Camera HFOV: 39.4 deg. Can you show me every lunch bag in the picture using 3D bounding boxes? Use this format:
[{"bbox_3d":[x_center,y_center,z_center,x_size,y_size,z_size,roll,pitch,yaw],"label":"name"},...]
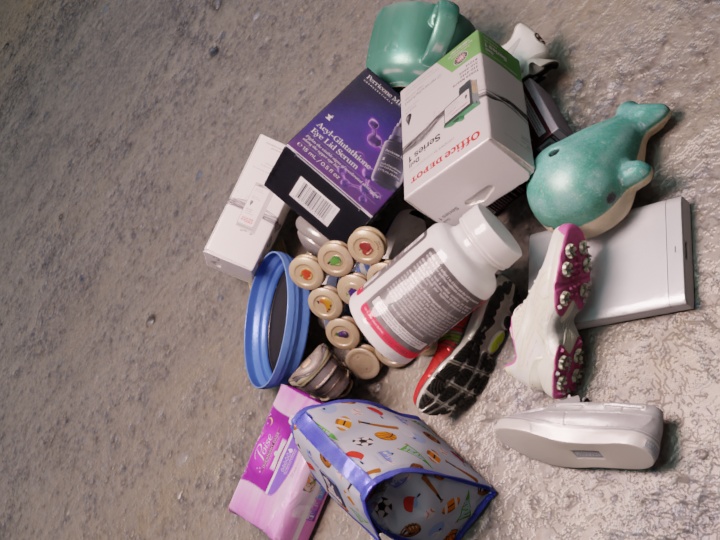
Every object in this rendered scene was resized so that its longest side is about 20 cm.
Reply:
[{"bbox_3d":[0.026,0.237,1.183,0.170,0.200,0.124,36,96,47],"label":"lunch bag"}]

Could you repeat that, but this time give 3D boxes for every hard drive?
[{"bbox_3d":[0.288,-0.002,1.178,0.200,0.027,0.132,-15,60,40],"label":"hard drive"}]

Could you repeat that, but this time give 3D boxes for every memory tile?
[{"bbox_3d":[0.006,0.047,1.320,0.153,0.200,0.017,-22,19,31],"label":"memory tile"}]

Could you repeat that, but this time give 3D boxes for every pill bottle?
[{"bbox_3d":[0.092,0.013,1.212,0.200,0.111,0.111,-41,46,17],"label":"pill bottle"}]

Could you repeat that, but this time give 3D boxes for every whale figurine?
[{"bbox_3d":[0.277,-0.134,1.189,0.200,0.104,0.159,-51,29,-7],"label":"whale figurine"}]

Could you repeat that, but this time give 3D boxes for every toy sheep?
[{"bbox_3d":[-0.032,-0.084,1.461,0.138,0.138,0.200,34,100,48],"label":"toy sheep"}]

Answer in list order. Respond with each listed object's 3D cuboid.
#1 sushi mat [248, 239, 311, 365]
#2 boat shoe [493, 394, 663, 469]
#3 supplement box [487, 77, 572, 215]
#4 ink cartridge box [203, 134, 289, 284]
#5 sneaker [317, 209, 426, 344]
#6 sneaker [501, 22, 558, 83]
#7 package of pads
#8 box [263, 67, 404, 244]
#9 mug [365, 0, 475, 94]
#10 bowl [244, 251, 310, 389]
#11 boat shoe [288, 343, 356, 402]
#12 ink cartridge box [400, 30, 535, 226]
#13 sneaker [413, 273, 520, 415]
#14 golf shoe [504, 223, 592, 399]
[{"bbox_3d":[-0.130,0.051,1.567,0.096,0.012,0.200,-40,47,23],"label":"sushi mat"},{"bbox_3d":[0.240,0.171,1.112,0.200,0.072,0.069,-10,41,48],"label":"boat shoe"},{"bbox_3d":[0.180,-0.146,1.331,0.200,0.061,0.109,-38,46,23],"label":"supplement box"},{"bbox_3d":[-0.160,-0.090,1.556,0.147,0.083,0.200,120,175,-79],"label":"ink cartridge box"},{"bbox_3d":[0.000,0.000,1.414,0.146,0.081,0.200,15,87,41],"label":"sneaker"},{"bbox_3d":[0.167,-0.257,1.370,0.200,0.074,0.089,-35,77,26],"label":"sneaker"},{"bbox_3d":[-0.093,0.267,1.376,0.120,0.076,0.200,19,84,45],"label":"package of pads"},{"bbox_3d":[-0.006,-0.150,1.350,0.200,0.148,0.104,-51,0,-35],"label":"box"},{"bbox_3d":[0.079,-0.298,1.418,0.152,0.185,0.114,6,75,21],"label":"mug"},{"bbox_3d":[-0.121,0.073,1.455,0.201,0.039,0.201,-172,90,-68],"label":"bowl"},{"bbox_3d":[-0.049,0.147,1.348,0.073,0.200,0.074,43,88,2],"label":"boat shoe"},{"bbox_3d":[0.128,-0.174,1.247,0.146,0.084,0.200,-35,39,35],"label":"ink cartridge box"},{"bbox_3d":[0.125,0.092,1.265,0.085,0.077,0.200,23,76,53],"label":"sneaker"},{"bbox_3d":[0.210,0.043,1.155,0.092,0.075,0.200,10,96,43],"label":"golf shoe"}]
